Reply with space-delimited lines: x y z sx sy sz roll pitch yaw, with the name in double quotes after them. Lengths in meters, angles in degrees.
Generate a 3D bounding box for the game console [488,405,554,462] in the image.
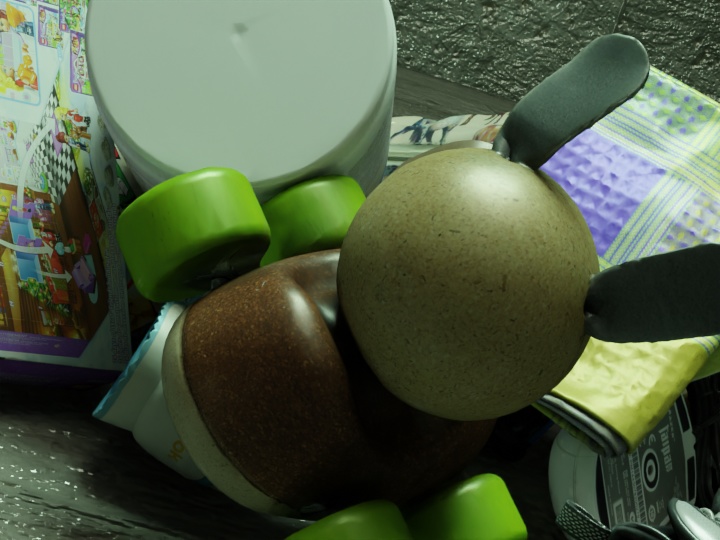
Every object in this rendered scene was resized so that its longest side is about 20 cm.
0.060 0.018 0.967 0.118 0.171 0.200 43 9 -10 "game console"

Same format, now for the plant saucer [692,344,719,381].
0.134 -0.004 0.871 0.198 0.031 0.200 -13 26 6 "plant saucer"

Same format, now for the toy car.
0.040 0.009 0.618 0.157 0.199 0.165 -2 62 -58 "toy car"

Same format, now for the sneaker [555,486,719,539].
0.143 0.117 0.717 0.139 0.078 0.200 17 11 -9 "sneaker"

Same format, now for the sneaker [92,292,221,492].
-0.053 0.050 0.765 0.081 0.077 0.200 35 14 1 "sneaker"

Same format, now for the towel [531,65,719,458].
0.116 -0.016 0.805 0.143 0.200 0.023 33 -25 23 "towel"

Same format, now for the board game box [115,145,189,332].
-0.140 -0.068 0.898 0.201 0.046 0.151 64 15 0 "board game box"

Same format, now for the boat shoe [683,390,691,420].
0.191 0.070 1.013 0.066 0.074 0.199 31 17 30 "boat shoe"

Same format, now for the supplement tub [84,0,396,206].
-0.049 -0.078 0.787 0.131 0.133 0.200 19 -10 2 "supplement tub"

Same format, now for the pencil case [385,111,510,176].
0.048 -0.062 1.054 0.199 0.079 0.089 2 0 33 "pencil case"

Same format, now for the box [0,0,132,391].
-0.170 -0.053 0.752 0.039 0.202 0.136 -21 -21 40 "box"

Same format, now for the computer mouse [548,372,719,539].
0.135 0.086 0.841 0.044 0.111 0.199 -4 6 33 "computer mouse"

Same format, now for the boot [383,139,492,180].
0.000 0.000 0.903 0.073 0.076 0.199 38 -38 -23 "boot"
